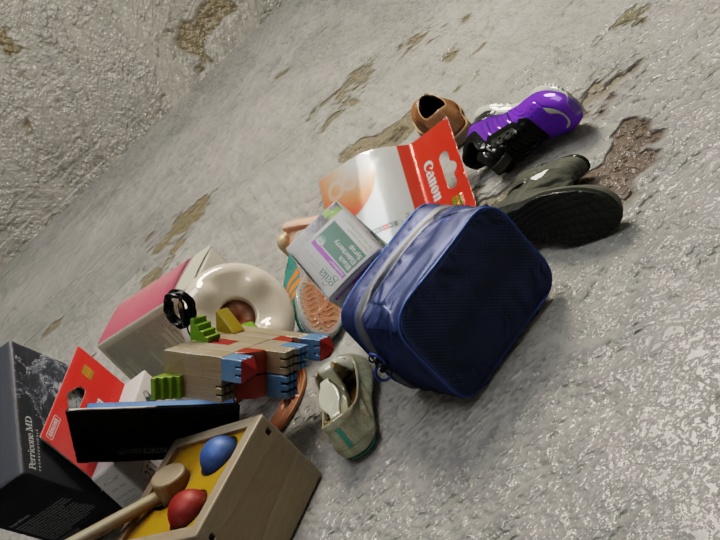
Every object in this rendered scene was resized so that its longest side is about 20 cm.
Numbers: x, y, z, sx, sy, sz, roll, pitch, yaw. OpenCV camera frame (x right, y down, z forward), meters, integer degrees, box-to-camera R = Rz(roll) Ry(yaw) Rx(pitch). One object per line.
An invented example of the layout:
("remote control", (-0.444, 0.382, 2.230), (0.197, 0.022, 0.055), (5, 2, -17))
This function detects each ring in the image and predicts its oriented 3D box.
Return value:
("ring", (-0.148, 0.184, 1.466), (0.200, 0.019, 0.201), (-35, 24, 18))

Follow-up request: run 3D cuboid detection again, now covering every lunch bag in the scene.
("lunch bag", (0.079, 0.033, 1.199), (0.200, 0.136, 0.132), (-50, 25, -18))

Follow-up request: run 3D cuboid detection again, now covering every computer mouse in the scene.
("computer mouse", (-0.199, 0.092, 1.373), (0.058, 0.200, 0.034), (17, 54, 23))

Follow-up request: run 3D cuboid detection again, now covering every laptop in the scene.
("laptop", (-0.237, 0.158, 1.368), (0.200, 0.186, 0.116), (100, 166, -56))

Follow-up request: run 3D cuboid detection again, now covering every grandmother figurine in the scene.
("grandmother figurine", (-0.040, -0.066, 1.683), (0.200, 0.061, 0.122), (-19, 32, 47))

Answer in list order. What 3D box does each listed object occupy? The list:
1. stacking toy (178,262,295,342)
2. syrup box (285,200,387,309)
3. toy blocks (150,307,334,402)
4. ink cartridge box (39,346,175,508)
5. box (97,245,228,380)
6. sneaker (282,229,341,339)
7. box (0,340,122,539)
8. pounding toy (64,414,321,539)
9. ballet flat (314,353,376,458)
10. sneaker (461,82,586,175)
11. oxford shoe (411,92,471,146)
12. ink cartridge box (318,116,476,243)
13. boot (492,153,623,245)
("stacking toy", (-0.171, 0.091, 1.527), (0.146, 0.146, 0.200), (-55, -3, -28))
("syrup box", (0.000, 0.000, 1.316), (0.081, 0.079, 0.200), (-44, -22, 3))
("toy blocks", (-0.119, 0.105, 1.308), (0.136, 0.100, 0.200), (5, 10, 27))
("ink cartridge box", (-0.307, 0.197, 1.498), (0.045, 0.176, 0.200), (-35, 24, 20))
("box", (-0.258, 0.078, 1.696), (0.200, 0.128, 0.109), (-30, 24, 26))
("sneaker", (-0.063, 0.037, 1.540), (0.200, 0.071, 0.080), (-98, 22, -50))
("box", (-0.398, 0.225, 1.487), (0.117, 0.200, 0.197), (-34, 51, 21))
("pounding toy", (-0.184, 0.256, 1.230), (0.200, 0.142, 0.184), (-21, 30, 42))
("ballet flat", (-0.020, 0.130, 1.288), (0.067, 0.062, 0.200), (-39, 22, 8))
("sneaker", (0.197, -0.164, 1.465), (0.200, 0.070, 0.100), (-11, 45, 59))
("oxford shoe", (0.109, -0.237, 1.731), (0.071, 0.071, 0.200), (-44, 20, 1))
("ink cartridge box", (0.043, -0.099, 1.537), (0.200, 0.050, 0.163), (-35, 50, 26))
("boot", (0.220, -0.088, 1.287), (0.200, 0.068, 0.131), (-11, 32, 50))
